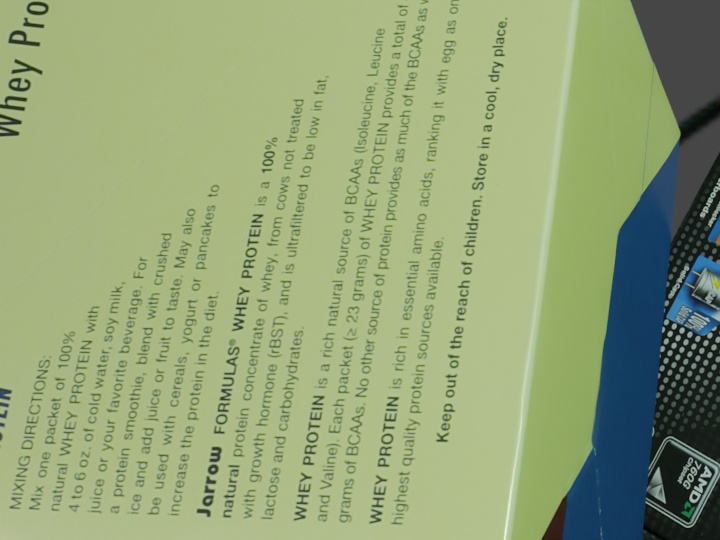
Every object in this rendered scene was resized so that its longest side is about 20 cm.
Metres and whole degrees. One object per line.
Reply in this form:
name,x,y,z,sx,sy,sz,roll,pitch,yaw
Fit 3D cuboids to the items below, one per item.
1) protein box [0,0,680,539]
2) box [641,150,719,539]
protein box,-0.029,0.017,0.700,0.199,0.135,0.199,0,64,19
box,0.168,0.015,0.693,0.193,0.047,0.201,31,94,49
